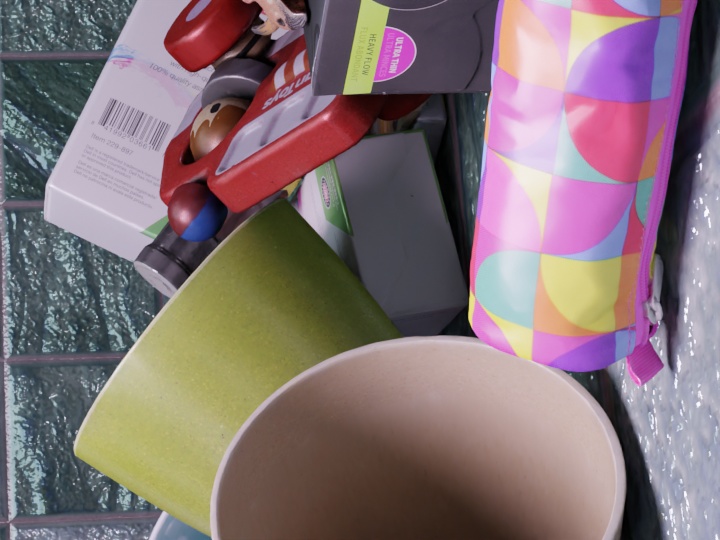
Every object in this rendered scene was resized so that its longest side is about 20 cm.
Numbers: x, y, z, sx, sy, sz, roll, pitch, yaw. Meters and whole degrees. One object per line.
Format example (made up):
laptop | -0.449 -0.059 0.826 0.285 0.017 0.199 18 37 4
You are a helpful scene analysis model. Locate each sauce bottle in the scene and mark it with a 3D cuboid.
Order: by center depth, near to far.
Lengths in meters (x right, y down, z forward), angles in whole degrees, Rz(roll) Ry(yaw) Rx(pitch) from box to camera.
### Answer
sauce bottle | -0.066 -0.068 1.303 0.201 0.066 0.066 -55 1 -16

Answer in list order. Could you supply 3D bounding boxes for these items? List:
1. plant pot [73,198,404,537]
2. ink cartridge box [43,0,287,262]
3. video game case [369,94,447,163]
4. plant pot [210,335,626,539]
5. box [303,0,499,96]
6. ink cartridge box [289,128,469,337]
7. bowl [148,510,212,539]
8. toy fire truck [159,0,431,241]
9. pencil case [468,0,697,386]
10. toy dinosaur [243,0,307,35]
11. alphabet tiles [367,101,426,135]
plant pot | -0.025 0.094 1.169 0.187 0.200 0.187 -51 -6 -7
ink cartridge box | -0.105 -0.100 1.384 0.088 0.144 0.201 123 171 -72
video game case | 0.019 -0.114 1.396 0.201 0.023 0.183 105 161 -55
plant pot | 0.038 0.167 0.986 0.188 0.186 0.201 -103 1 -47
box | 0.029 -0.209 1.054 0.149 0.123 0.201 101 163 -52
ink cartridge box | 0.000 0.000 1.324 0.200 0.067 0.118 130 128 -68
bowl | -0.041 0.221 1.390 0.105 0.199 0.202 55 -150 -73
toy fire truck | -0.046 -0.095 1.161 0.199 0.112 0.168 -27 27 40
pencil case | 0.094 -0.056 0.851 0.089 0.088 0.201 -111 20 -61
toy dinosaur | -0.074 -0.217 1.072 0.201 0.085 0.136 -94 2 -51
alphabet tiles | 0.016 -0.162 1.325 0.200 0.007 0.169 128 139 -73
